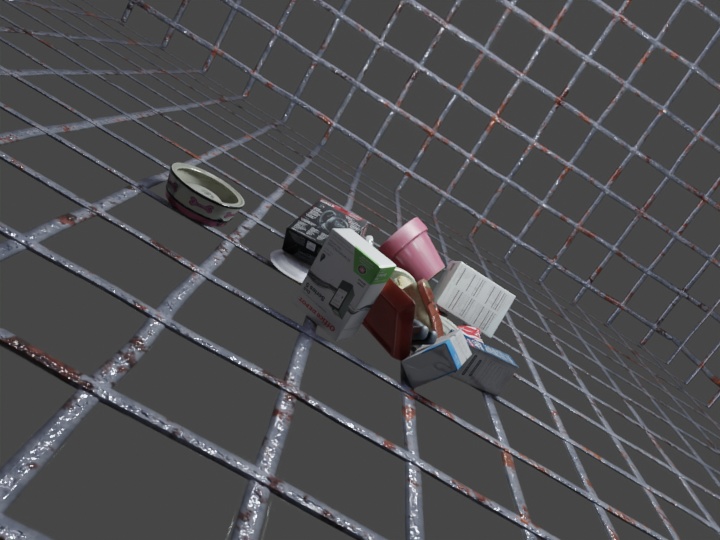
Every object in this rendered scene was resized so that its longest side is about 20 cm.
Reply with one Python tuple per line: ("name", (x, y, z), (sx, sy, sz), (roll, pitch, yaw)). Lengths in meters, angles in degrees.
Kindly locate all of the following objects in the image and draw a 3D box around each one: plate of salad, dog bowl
("plate of salad", (-0.132, 0.004, 1.575), (0.198, 0.048, 0.200), (20, 20, -7))
("dog bowl", (-0.392, -0.183, 1.581), (0.199, 0.074, 0.200), (31, 15, -9))

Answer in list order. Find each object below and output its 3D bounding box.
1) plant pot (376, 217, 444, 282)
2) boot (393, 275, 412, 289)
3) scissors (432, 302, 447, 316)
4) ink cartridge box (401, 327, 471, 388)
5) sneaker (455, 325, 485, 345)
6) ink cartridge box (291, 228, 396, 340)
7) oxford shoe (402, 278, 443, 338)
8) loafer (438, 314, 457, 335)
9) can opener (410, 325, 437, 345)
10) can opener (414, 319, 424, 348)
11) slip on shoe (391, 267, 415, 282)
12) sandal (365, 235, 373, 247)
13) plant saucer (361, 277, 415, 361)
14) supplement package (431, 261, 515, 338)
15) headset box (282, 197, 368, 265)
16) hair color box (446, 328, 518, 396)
("plant pot", (0.165, -0.039, 2.042), (0.179, 0.200, 0.200), (50, 18, 6))
("boot", (0.108, 0.061, 1.813), (0.199, 0.073, 0.156), (27, 17, -26))
("scissors", (0.238, 0.122, 1.921), (0.074, 0.014, 0.200), (71, 20, -1))
("ink cartridge box", (0.182, 0.196, 1.460), (0.068, 0.115, 0.200), (65, 22, 4))
("sneaker", (0.326, 0.217, 1.775), (0.200, 0.072, 0.112), (40, 21, 30))
("ink cartridge box", (-0.038, 0.030, 1.399), (0.145, 0.201, 0.084), (38, 20, 21))
("oxford shoe", (0.166, 0.127, 1.663), (0.071, 0.073, 0.202), (3, 70, -68))
("loafer", (0.175, 0.138, 1.715), (0.199, 0.070, 0.070), (32, 49, -7))
("can opener", (0.114, 0.143, 1.493), (0.052, 0.067, 0.200), (27, -13, -19))
("can opener", (0.113, 0.127, 1.642), (0.053, 0.067, 0.200), (18, 22, -41))
("slip on shoe", (0.079, 0.012, 1.916), (0.199, 0.075, 0.061), (22, 16, -19))
("sandal", (0.000, 0.004, 1.670), (0.049, 0.204, 0.083), (6, -28, 7))
("plant saucer", (0.046, 0.093, 1.470), (0.036, 0.201, 0.200), (-23, 48, -25))
("supplement package", (0.339, 0.086, 1.974), (0.199, 0.151, 0.152), (32, -1, -5))
("headset box", (-0.082, -0.093, 1.613), (0.148, 0.078, 0.200), (27, 37, 10))
("hair color box", (0.288, 0.233, 1.604), (0.199, 0.100, 0.061), (26, 17, -25))
